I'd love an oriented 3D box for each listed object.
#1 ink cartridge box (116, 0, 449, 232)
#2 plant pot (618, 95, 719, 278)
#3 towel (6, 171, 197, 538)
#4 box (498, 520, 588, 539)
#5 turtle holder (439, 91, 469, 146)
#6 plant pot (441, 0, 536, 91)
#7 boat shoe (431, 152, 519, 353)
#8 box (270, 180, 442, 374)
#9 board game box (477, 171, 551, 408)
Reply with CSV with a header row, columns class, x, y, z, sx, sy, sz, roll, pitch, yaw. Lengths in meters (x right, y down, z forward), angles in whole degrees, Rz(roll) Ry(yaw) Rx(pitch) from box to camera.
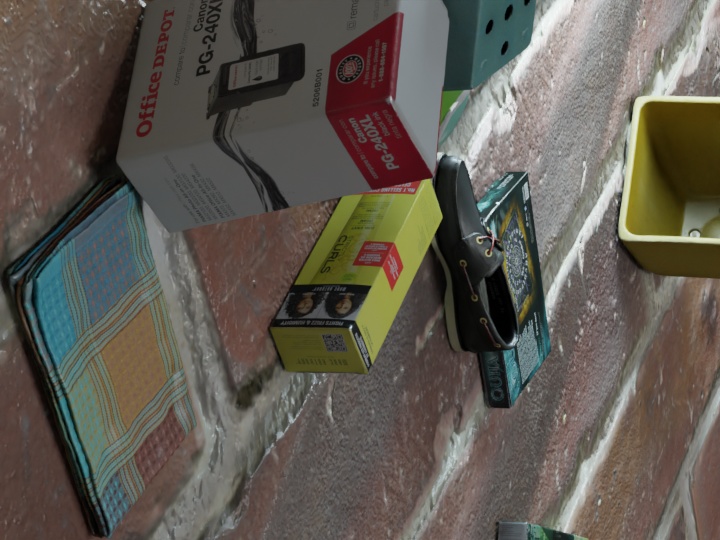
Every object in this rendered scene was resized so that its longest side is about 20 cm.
class,x,y,z,sx,sy,sz,roll,pitch,yaw
ink cartridge box,-0.051,-0.120,1.276,0.083,0.199,0.146,55,32,-47
plant pot,0.438,-0.081,2.381,0.200,0.195,0.195,54,42,-61
towel,-0.161,0.054,1.268,0.147,0.022,0.201,-53,137,-52
box,0.187,0.341,2.009,0.200,0.036,0.145,26,67,-64
turtle holder,0.017,-0.160,1.551,0.186,0.140,0.132,-121,-153,-53
plant pot,0.021,-0.215,1.388,0.141,0.199,0.142,-40,143,-46
boat shoe,0.105,-0.016,1.802,0.074,0.063,0.202,-46,130,-54
box,0.000,0.000,1.557,0.200,0.075,0.050,-61,142,-45
board game box,0.146,0.018,1.926,0.135,0.028,0.201,-45,131,-57
